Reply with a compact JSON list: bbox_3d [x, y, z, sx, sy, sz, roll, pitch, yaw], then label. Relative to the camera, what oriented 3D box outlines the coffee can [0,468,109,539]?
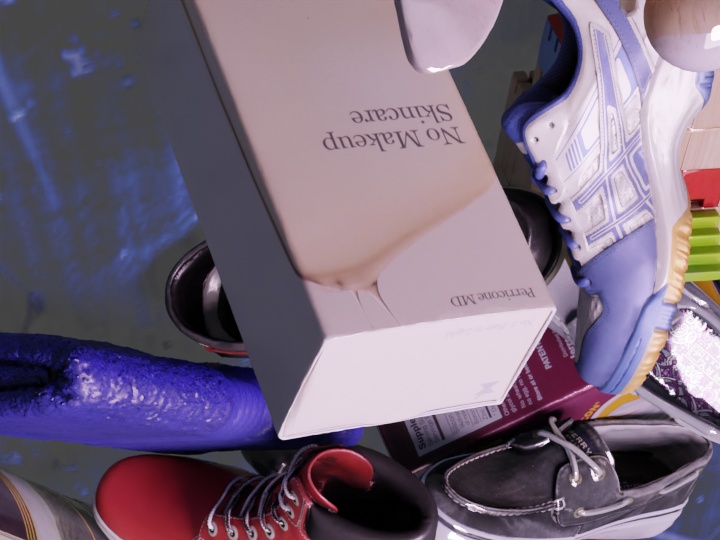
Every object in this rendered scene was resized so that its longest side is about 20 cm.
[{"bbox_3d":[-0.218,0.162,1.109,0.146,0.147,0.200,-31,150,13],"label":"coffee can"}]

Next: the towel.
[{"bbox_3d":[-0.113,0.058,1.075,0.147,0.050,0.200,-6,168,39],"label":"towel"}]

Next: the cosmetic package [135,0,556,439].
[{"bbox_3d":[-0.011,-0.040,0.885,0.103,0.200,0.073,-8,147,-25],"label":"cosmetic package"}]

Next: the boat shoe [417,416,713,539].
[{"bbox_3d":[0.107,0.107,1.174,0.200,0.072,0.071,-6,135,-42],"label":"boat shoe"}]

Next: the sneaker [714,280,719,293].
[{"bbox_3d":[0.253,0.023,1.312,0.078,0.075,0.200,-31,158,-4],"label":"sneaker"}]

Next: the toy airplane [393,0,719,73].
[{"bbox_3d":[0.097,-0.130,0.829,0.199,0.200,0.141,-23,110,29],"label":"toy airplane"}]

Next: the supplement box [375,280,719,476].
[{"bbox_3d":[0.109,0.059,1.238,0.200,0.086,0.110,-26,150,4],"label":"supplement box"}]

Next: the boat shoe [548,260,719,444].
[{"bbox_3d":[0.146,0.025,1.127,0.070,0.201,0.072,-54,-173,7],"label":"boat shoe"}]

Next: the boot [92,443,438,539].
[{"bbox_3d":[-0.050,0.113,1.086,0.199,0.073,0.144,17,150,18],"label":"boot"}]

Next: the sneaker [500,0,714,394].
[{"bbox_3d":[0.102,-0.045,0.977,0.088,0.201,0.075,4,-171,-8],"label":"sneaker"}]

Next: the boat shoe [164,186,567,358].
[{"bbox_3d":[0.000,0.003,1.040,0.201,0.074,0.063,-12,165,28],"label":"boat shoe"}]

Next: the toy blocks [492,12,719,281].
[{"bbox_3d":[0.150,-0.078,1.060,0.199,0.100,0.137,-3,132,-15],"label":"toy blocks"}]

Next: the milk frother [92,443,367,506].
[{"bbox_3d":[-0.038,0.210,1.265,0.180,0.200,0.188,-41,146,21],"label":"milk frother"}]
